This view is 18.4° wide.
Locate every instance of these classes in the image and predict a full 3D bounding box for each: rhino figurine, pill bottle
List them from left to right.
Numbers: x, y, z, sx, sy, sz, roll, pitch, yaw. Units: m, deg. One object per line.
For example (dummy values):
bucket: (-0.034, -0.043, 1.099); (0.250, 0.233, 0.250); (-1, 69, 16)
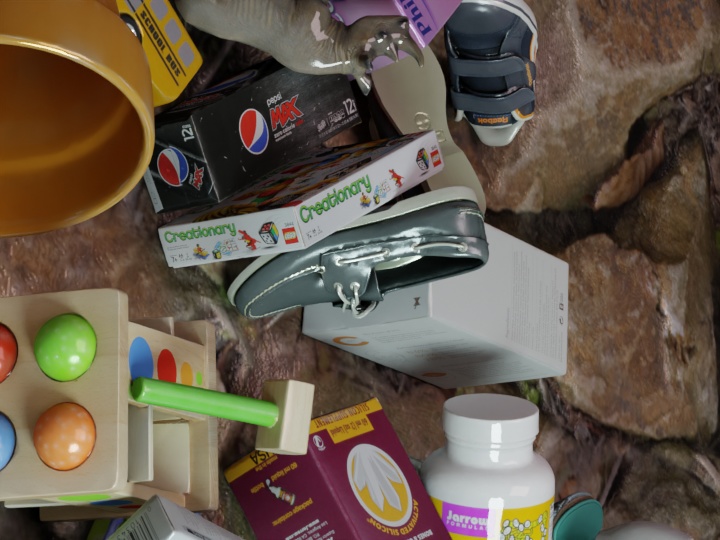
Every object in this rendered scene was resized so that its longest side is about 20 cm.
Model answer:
rhino figurine: (-0.045, -0.188, 1.649); (0.060, 0.200, 0.088); (107, 7, -62)
pill bottle: (0.094, 0.200, 1.698); (0.104, 0.104, 0.201); (-16, 112, -54)

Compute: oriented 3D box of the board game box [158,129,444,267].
board game box: (-0.041, -0.054, 1.651); (0.200, 0.126, 0.035); (-31, 109, -53)

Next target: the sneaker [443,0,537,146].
sneaker: (0.113, -0.170, 1.889); (0.200, 0.078, 0.080); (57, 39, -66)

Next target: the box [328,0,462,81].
box: (0.010, -0.281, 1.771); (0.176, 0.097, 0.200); (55, 43, -18)

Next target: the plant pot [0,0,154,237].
plant pot: (-0.229, -0.151, 1.376); (0.200, 0.200, 0.184); (36, 39, -45)

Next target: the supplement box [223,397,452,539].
supplement box: (0.001, 0.206, 1.632); (0.110, 0.086, 0.200); (-14, 73, -56)

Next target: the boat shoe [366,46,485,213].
boat shoe: (0.041, -0.114, 1.827); (0.071, 0.063, 0.200); (-15, 76, -31)

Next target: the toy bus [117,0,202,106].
toy bus: (-0.190, -0.200, 1.527); (0.200, 0.065, 0.078); (60, 41, -27)

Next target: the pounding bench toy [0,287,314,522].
pounding bench toy: (-0.145, 0.083, 1.386); (0.156, 0.199, 0.125); (28, 59, -66)

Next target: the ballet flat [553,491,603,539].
ballet flat: (0.143, 0.247, 1.894); (0.200, 0.074, 0.074); (-41, 116, -54)

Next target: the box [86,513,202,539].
box: (-0.131, 0.230, 1.533); (0.200, 0.048, 0.122); (51, 45, -37)

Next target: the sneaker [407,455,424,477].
sneaker: (0.041, 0.209, 1.759); (0.200, 0.070, 0.080); (48, 50, -38)

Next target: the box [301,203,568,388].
box: (0.063, 0.022, 1.782); (0.200, 0.124, 0.098); (23, 64, -50)

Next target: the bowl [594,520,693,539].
bowl: (0.198, 0.300, 1.873); (0.200, 0.075, 0.200); (-55, 168, -15)

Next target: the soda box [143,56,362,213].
soda box: (-0.083, -0.109, 1.658); (0.200, 0.063, 0.071); (-34, 110, -52)

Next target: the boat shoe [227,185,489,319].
boat shoe: (0.000, 0.000, 1.644); (0.073, 0.200, 0.062); (66, 4, -68)

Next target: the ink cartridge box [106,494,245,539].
ink cartridge box: (-0.129, 0.250, 1.425); (0.200, 0.200, 0.041); (33, 17, -46)
